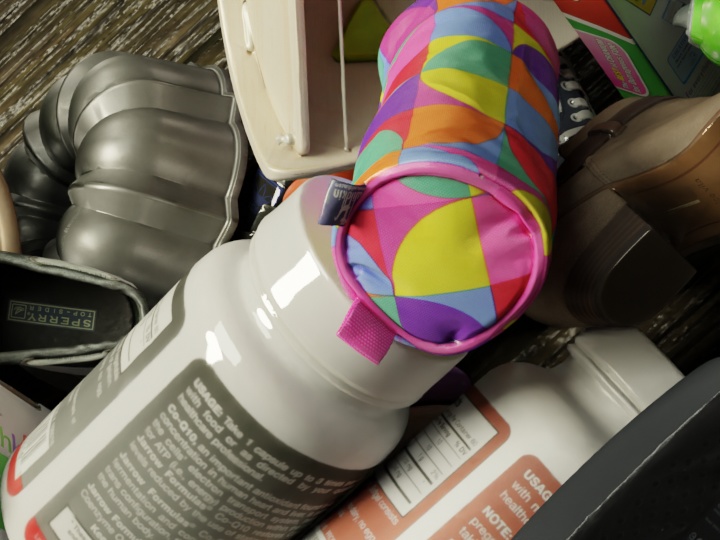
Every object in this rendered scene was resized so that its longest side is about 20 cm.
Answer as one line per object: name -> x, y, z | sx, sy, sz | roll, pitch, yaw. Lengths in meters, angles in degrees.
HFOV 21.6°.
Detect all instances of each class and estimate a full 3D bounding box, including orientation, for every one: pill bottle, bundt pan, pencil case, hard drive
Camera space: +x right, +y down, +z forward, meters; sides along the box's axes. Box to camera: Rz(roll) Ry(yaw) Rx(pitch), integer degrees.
pill bottle -> -0.052, 0.060, 0.799 | 0.200, 0.114, 0.114 | -43, 42, 26
pill bottle -> 0.059, 0.112, 0.792 | 0.200, 0.112, 0.112 | -41, 45, 0
bundt pan -> -0.143, -0.028, 1.013 | 0.202, 0.076, 0.202 | -35, 45, 46
pencil case -> 0.036, -0.045, 0.753 | 0.088, 0.088, 0.200 | -24, 22, 21
hard drive -> 0.109, 0.135, 0.732 | 0.200, 0.135, 0.042 | -47, 30, 1

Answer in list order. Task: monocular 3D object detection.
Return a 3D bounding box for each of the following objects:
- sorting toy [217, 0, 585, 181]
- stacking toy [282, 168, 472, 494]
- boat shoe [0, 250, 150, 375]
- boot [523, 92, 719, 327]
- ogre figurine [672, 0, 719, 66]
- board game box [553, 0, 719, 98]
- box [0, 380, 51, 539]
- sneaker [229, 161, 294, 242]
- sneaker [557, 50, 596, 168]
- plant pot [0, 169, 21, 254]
sorting toy -> 0.027, -0.160, 0.871 | 0.180, 0.200, 0.107 | -8, 22, -14
stacking toy -> 0.000, 0.000, 0.895 | 0.085, 0.085, 0.200 | -20, 69, 24
boat shoe -> -0.197, 0.018, 0.882 | 0.068, 0.199, 0.074 | 148, 132, -77
boot -> 0.139, -0.049, 0.777 | 0.200, 0.070, 0.146 | -36, 17, 2
ogre figurine -> 0.226, -0.100, 0.833 | 0.120, 0.200, 0.098 | -44, -1, 17
board game box -> 0.142, -0.183, 0.879 | 0.040, 0.200, 0.153 | 23, 75, 43
box -> -0.205, 0.143, 0.903 | 0.176, 0.200, 0.097 | -26, 49, 17
sneaker -> -0.053, -0.008, 0.984 | 0.200, 0.078, 0.070 | -47, 45, -2
sneaker -> 0.102, -0.072, 0.923 | 0.108, 0.070, 0.200 | -10, 56, 30
plant pot -> -0.277, 0.001, 0.993 | 0.200, 0.200, 0.175 | -57, 4, -11
